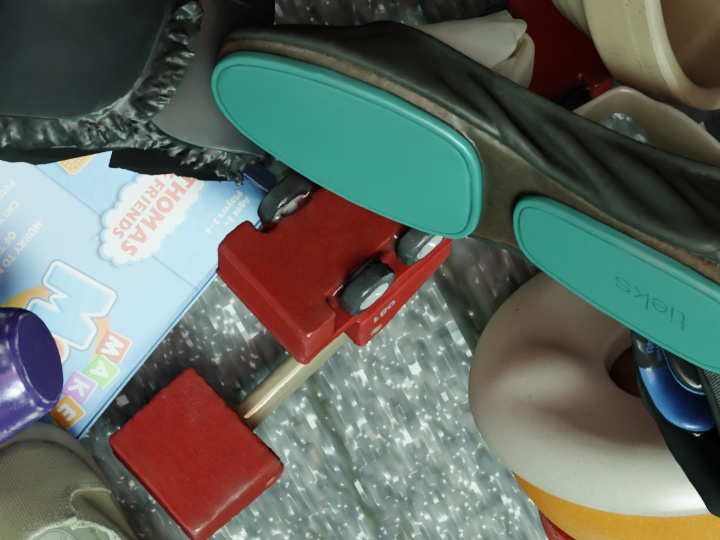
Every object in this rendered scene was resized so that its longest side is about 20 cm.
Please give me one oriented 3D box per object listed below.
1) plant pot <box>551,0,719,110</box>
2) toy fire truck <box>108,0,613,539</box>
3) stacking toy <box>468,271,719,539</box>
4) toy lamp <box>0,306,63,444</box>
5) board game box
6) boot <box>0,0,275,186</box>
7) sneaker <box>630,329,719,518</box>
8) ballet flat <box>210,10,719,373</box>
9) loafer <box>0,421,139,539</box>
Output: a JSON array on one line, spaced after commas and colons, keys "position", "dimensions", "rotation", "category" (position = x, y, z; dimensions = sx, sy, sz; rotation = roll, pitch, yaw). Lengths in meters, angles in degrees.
[{"position": [0.093, -0.159, 0.838], "dimensions": [0.092, 0.201, 0.202], "rotation": [14, 110, 26], "category": "plant pot"}, {"position": [0.000, 0.000, 0.897], "dimensions": [0.200, 0.141, 0.049], "rotation": [-41, 77, -15], "category": "toy fire truck"}, {"position": [0.120, 0.100, 0.948], "dimensions": [0.145, 0.146, 0.201], "rotation": [-12, 125, -4], "category": "stacking toy"}, {"position": [-0.195, 0.057, 0.882], "dimensions": [0.199, 0.058, 0.058], "rotation": [-18, 111, 16], "category": "toy lamp"}, {"position": [-0.151, -0.032, 0.900], "dimensions": [0.200, 0.037, 0.151], "rotation": [38, 100, -16], "category": "board game box"}, {"position": [-0.110, -0.123, 0.829], "dimensions": [0.199, 0.076, 0.169], "rotation": [14, 83, -18], "category": "boot"}, {"position": [0.138, -0.007, 0.834], "dimensions": [0.111, 0.073, 0.201], "rotation": [-2, 67, -12], "category": "sneaker"}, {"position": [0.052, -0.035, 0.802], "dimensions": [0.199, 0.069, 0.068], "rotation": [29, 148, 13], "category": "ballet flat"}, {"position": [-0.079, 0.147, 0.898], "dimensions": [0.075, 0.068, 0.201], "rotation": [-34, 110, 0], "category": "loafer"}]
